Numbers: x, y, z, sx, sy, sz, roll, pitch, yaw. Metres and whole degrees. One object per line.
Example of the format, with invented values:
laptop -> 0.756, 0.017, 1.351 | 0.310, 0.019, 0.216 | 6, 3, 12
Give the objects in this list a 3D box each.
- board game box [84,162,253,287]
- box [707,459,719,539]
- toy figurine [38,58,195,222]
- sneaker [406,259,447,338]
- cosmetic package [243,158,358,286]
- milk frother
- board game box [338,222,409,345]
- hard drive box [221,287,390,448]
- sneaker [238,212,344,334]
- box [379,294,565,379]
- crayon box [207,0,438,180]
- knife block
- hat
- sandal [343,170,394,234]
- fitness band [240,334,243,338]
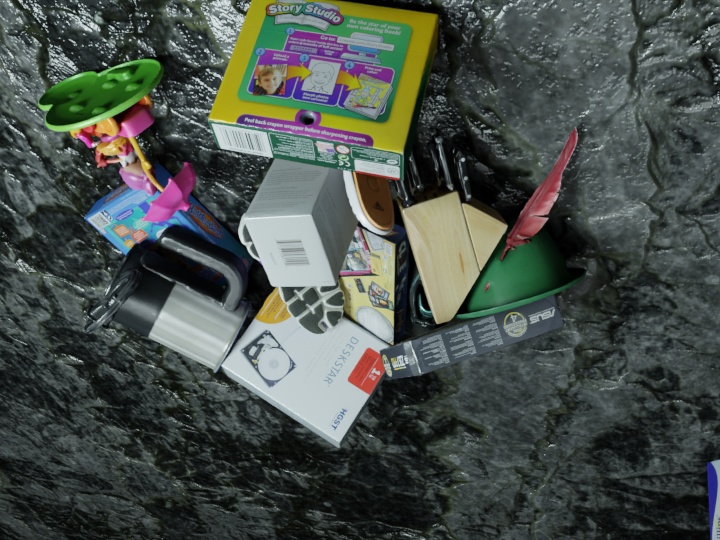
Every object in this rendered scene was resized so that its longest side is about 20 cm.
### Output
board game box -> -0.277, -0.047, 1.156 | 0.152, 0.045, 0.200 | -21, 123, 35
box -> 0.626, 0.406, 1.199 | 0.200, 0.184, 0.105 | 39, 135, -21
toy figurine -> -0.288, -0.145, 0.989 | 0.200, 0.150, 0.184 | 14, 139, 40
sneaker -> 0.089, 0.046, 1.099 | 0.075, 0.079, 0.200 | 11, 138, 8
cosmetic package -> -0.051, -0.086, 0.921 | 0.085, 0.200, 0.108 | -2, 131, 19
milk frother -> -0.260, 0.063, 1.084 | 0.188, 0.200, 0.181 | 27, 133, -9
board game box -> 0.000, 0.000, 1.081 | 0.135, 0.035, 0.200 | 27, 142, 24
hard drive box -> -0.071, 0.133, 1.143 | 0.200, 0.156, 0.077 | 30, 163, 8
sneaker -> -0.093, -0.004, 1.102 | 0.081, 0.083, 0.200 | -35, 99, -7
box -> 0.138, 0.086, 1.020 | 0.199, 0.049, 0.161 | -17, 173, -15
crayon box -> -0.034, -0.195, 0.819 | 0.199, 0.173, 0.058 | 11, 156, 8
knife block -> 0.074, -0.059, 0.947 | 0.175, 0.064, 0.200 | 25, 107, -12
hat -> 0.180, -0.056, 0.978 | 0.199, 0.166, 0.177 | -19, 96, 6
sandal -> 0.014, -0.139, 0.864 | 0.059, 0.207, 0.079 | -32, 153, 34
fitness band -> -0.119, 0.156, 1.271 | 0.200, 0.038, 0.144 | 8, 153, 46
